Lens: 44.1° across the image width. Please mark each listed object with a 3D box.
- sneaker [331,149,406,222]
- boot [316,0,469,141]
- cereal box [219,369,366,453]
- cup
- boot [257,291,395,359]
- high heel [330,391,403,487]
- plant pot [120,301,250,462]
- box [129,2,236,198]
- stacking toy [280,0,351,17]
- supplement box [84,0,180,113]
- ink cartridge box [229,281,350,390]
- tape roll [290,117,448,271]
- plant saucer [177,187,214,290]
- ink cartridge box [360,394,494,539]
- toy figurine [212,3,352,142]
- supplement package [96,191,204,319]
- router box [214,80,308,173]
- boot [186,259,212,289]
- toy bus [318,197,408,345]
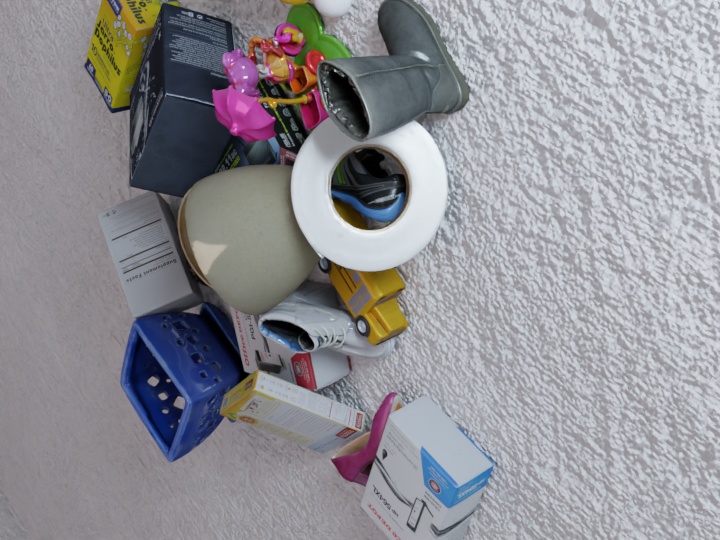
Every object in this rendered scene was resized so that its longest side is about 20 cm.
[{"bbox_3d":[-0.005,-0.132,1.214,0.198,0.070,0.084,32,110,40],"label":"sneaker"},{"bbox_3d":[0.020,-0.234,1.016,0.183,0.198,0.073,54,139,17],"label":"boot"},{"bbox_3d":[-0.108,0.227,1.408,0.143,0.197,0.040,-37,35,50],"label":"cereal box"},{"bbox_3d":[-0.117,-0.061,1.195,0.141,0.199,0.204,-24,87,25],"label":"cup"},{"bbox_3d":[-0.050,0.095,1.267,0.195,0.096,0.075,17,115,5],"label":"boot"},{"bbox_3d":[0.007,0.246,1.344,0.095,0.067,0.203,26,134,20],"label":"high heel"},{"bbox_3d":[-0.307,0.190,1.622,0.201,0.178,0.202,49,138,23],"label":"plant pot"},{"bbox_3d":[-0.272,-0.254,1.358,0.201,0.121,0.200,-53,39,43],"label":"box"},{"bbox_3d":[-0.094,-0.397,1.164,0.199,0.146,0.147,41,136,9],"label":"stacking toy"},{"bbox_3d":[-0.381,-0.382,1.511,0.110,0.108,0.201,56,140,16],"label":"supplement box"},{"bbox_3d":[-0.118,0.097,1.429,0.198,0.082,0.150,4,111,49],"label":"ink cartridge box"},{"bbox_3d":[0.010,-0.100,1.105,0.037,0.198,0.207,-132,25,-84],"label":"tape roll"},{"bbox_3d":[-0.191,-0.051,1.371,0.196,0.035,0.205,12,119,23],"label":"plant saucer"},{"bbox_3d":[0.090,0.307,1.270,0.146,0.083,0.203,41,134,32],"label":"ink cartridge box"},{"bbox_3d":[-0.119,-0.253,1.192,0.149,0.182,0.204,-20,90,52],"label":"toy figurine"},{"bbox_3d":[-0.379,-0.021,1.621,0.121,0.117,0.204,89,159,-81],"label":"supplement package"},{"bbox_3d":[-0.157,-0.179,1.369,0.152,0.061,0.200,61,142,12],"label":"router box"},{"bbox_3d":[-0.257,-0.029,1.523,0.152,0.073,0.207,26,145,44],"label":"boot"},{"bbox_3d":[0.000,0.000,1.258,0.202,0.064,0.078,58,139,16],"label":"toy bus"}]
